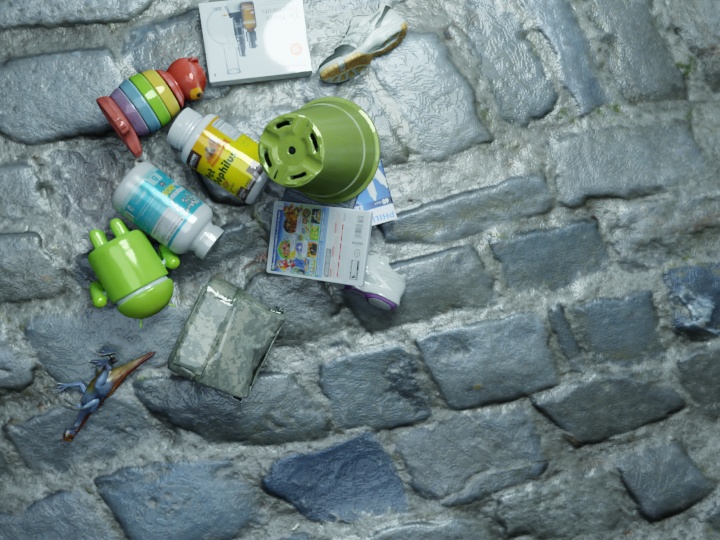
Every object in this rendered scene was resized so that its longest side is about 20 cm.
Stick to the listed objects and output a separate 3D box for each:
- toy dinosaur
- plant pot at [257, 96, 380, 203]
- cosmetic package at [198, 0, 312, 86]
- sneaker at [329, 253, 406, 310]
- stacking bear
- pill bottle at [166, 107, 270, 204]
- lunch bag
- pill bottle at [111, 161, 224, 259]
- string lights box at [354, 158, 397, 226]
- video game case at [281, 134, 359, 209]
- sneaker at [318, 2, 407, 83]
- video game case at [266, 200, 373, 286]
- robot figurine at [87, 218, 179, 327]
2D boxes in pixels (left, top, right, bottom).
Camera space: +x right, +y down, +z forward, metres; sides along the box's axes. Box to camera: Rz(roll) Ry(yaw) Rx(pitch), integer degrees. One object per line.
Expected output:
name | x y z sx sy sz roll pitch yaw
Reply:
toy dinosaur | -0.507 0.247 1.347 0.200 0.105 0.182 6 113 -18
plant pot | -0.088 -0.212 1.244 0.200 0.190 0.200 4 101 19
cosmetic package | -0.202 -0.446 1.361 0.200 0.052 0.151 -9 96 -5
sneaker | 0.000 0.000 1.403 0.200 0.075 0.100 29 65 -3
stacking bear | -0.380 -0.327 1.321 0.200 0.121 0.114 -36 69 -13
pill bottle | -0.262 -0.222 1.335 0.200 0.109 0.109 33 89 -6
lunch bag | -0.251 0.133 1.338 0.168 0.139 0.200 27 91 -6
pill bottle | -0.359 -0.107 1.330 0.200 0.111 0.111 37 89 -7
string lights box | -0.003 -0.184 1.387 0.103 0.059 0.200 -16 94 -2
video game case | -0.071 -0.164 1.356 0.143 0.019 0.200 24 105 14
sneaker | -0.008 -0.448 1.379 0.200 0.076 0.088 -34 80 -7
video game case | -0.080 -0.054 1.350 0.200 0.018 0.143 8 94 17
robot figurine | -0.433 0.003 1.324 0.175 0.116 0.200 -31 96 -12
